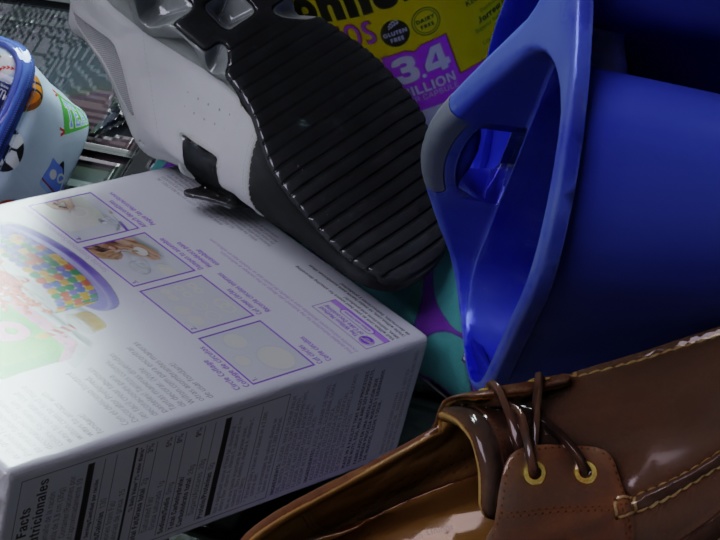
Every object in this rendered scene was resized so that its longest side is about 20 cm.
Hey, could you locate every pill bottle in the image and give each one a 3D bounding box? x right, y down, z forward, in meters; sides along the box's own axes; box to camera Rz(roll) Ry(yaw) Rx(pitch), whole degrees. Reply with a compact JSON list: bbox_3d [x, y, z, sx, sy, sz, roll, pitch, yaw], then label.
[{"bbox_3d":[-0.004,-0.157,0.884,0.104,0.200,0.104,-18,30,10],"label":"pill bottle"}]

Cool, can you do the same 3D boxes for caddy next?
[{"bbox_3d":[0.073,-0.038,0.738,0.105,0.200,0.141,6,64,-5],"label":"caddy"}]

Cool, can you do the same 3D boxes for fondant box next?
[{"bbox_3d":[-0.096,0.033,0.812,0.200,0.058,0.144,-15,40,-44],"label":"fondant box"}]

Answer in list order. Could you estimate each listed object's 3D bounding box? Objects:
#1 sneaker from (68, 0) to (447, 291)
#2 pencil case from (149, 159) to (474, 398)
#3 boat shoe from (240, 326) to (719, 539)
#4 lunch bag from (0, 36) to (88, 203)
[{"bbox_3d":[-0.043,-0.060,0.871,0.074,0.089,0.200,-30,71,-34],"label":"sneaker"},{"bbox_3d":[0.000,0.000,0.912,0.200,0.085,0.092,19,95,39],"label":"pencil case"},{"bbox_3d":[0.053,0.069,0.679,0.200,0.068,0.072,-28,39,4],"label":"boat shoe"},{"bbox_3d":[-0.237,-0.042,1.088,0.200,0.076,0.160,9,64,36],"label":"lunch bag"}]
